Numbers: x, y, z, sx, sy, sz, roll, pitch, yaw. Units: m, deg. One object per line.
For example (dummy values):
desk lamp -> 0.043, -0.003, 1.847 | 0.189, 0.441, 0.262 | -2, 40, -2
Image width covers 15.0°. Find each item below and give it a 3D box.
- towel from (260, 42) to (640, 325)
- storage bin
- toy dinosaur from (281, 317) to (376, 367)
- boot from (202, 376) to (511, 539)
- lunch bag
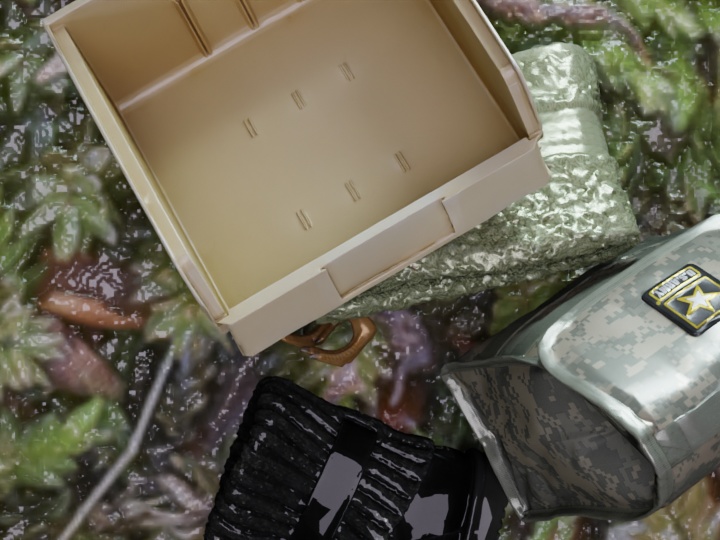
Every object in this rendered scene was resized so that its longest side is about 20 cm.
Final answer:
towel -> 0.043, -0.051, 1.480 | 0.198, 0.037, 0.149 | -10, 58, -4
storage bin -> -0.031, -0.089, 1.433 | 0.199, 0.094, 0.199 | -30, 56, -2
toy dinosaur -> 0.000, 0.000, 1.509 | 0.199, 0.060, 0.107 | 21, 92, -6
boot -> -0.016, 0.177, 1.513 | 0.157, 0.079, 0.213 | 16, 83, -13
lunch bag -> 0.162, 0.050, 1.433 | 0.164, 0.200, 0.118 | -32, 99, -23
